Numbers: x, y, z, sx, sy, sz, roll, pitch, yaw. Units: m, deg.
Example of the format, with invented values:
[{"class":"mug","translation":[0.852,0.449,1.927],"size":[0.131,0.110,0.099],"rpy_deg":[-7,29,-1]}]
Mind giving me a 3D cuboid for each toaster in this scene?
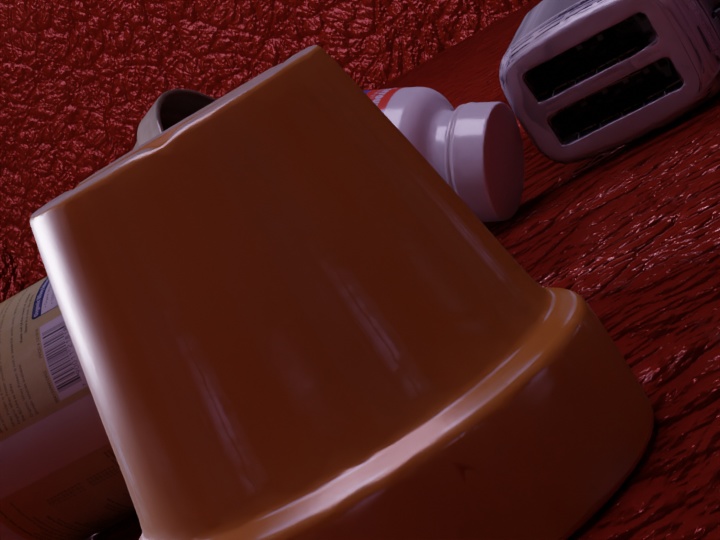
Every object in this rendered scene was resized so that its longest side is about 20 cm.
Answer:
[{"class":"toaster","translation":[0.179,-0.153,1.298],"size":[0.200,0.114,0.129],"rpy_deg":[-25,12,25]}]

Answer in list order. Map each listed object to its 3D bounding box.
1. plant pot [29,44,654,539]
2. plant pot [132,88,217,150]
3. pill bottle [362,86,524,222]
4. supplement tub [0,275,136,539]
[{"class":"plant pot","translation":[-0.023,0.026,0.684],"size":[0.200,0.183,0.200],"rpy_deg":[-31,8,5]},{"class":"plant pot","translation":[-0.183,-0.061,1.944],"size":[0.174,0.200,0.200],"rpy_deg":[-47,0,25]},{"class":"pill bottle","translation":[0.009,-0.072,1.299],"size":[0.200,0.112,0.112],"rpy_deg":[-3,20,24]},{"class":"supplement tub","translation":[-0.161,0.075,1.047],"size":[0.200,0.144,0.144],"rpy_deg":[-28,9,23]}]
